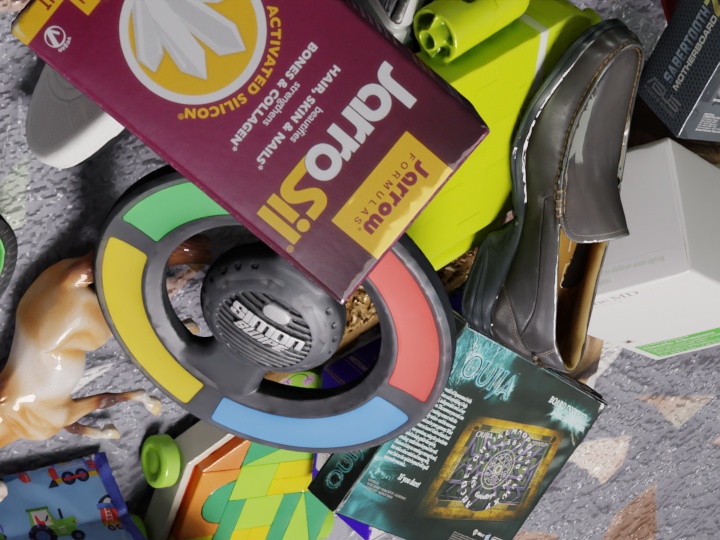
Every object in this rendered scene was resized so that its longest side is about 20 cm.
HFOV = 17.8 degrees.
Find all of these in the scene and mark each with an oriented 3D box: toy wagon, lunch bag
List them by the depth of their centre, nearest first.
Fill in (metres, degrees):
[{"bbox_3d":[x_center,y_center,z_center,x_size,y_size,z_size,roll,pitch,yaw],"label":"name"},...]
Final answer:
[{"bbox_3d":[-0.227,0.217,1.397,0.150,0.094,0.201,-11,144,-33],"label":"lunch bag"},{"bbox_3d":[-0.067,0.123,1.451,0.154,0.040,0.201,-4,132,-35],"label":"toy wagon"}]

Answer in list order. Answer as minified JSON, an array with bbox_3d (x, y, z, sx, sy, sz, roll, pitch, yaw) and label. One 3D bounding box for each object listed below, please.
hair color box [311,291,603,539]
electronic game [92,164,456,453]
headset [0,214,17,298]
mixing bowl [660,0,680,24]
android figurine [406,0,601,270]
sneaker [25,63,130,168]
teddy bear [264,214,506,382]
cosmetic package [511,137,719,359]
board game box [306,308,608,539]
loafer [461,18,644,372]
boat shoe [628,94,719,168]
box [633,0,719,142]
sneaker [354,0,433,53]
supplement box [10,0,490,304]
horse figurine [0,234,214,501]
[{"bbox_3d":[0.065,0.076,1.451,0.199,0.065,0.110,-29,142,-34],"label":"hair color box"},{"bbox_3d":[-0.046,0.021,1.206,0.042,0.198,0.201,-65,162,-45],"label":"electronic game"},{"bbox_3d":[-0.255,-0.011,1.162,0.123,0.094,0.200,-44,157,2],"label":"headset"},{"bbox_3d":[0.241,-0.190,1.311,0.199,0.109,0.201,-22,140,-19],"label":"mixing bowl"},{"bbox_3d":[0.061,-0.078,1.234,0.199,0.041,0.183,-34,145,-32],"label":"android figurine"},{"bbox_3d":[-0.073,-0.117,1.169,0.112,0.073,0.200,25,111,-46],"label":"sneaker"},{"bbox_3d":[0.000,0.000,1.347,0.199,0.067,0.145,-30,169,-4],"label":"teddy bear"},{"bbox_3d":[0.180,-0.009,1.389,0.107,0.086,0.200,-16,164,27],"label":"cosmetic package"},{"bbox_3d":[0.064,0.105,1.392,0.136,0.028,0.200,-55,146,4],"label":"board game box"},{"bbox_3d":[0.120,-0.038,1.247,0.072,0.072,0.201,-18,134,-41],"label":"loafer"},{"bbox_3d":[0.156,-0.076,1.408,0.198,0.072,0.076,-1,143,-25],"label":"boat shoe"},{"bbox_3d":[0.263,-0.141,1.250,0.199,0.051,0.158,1,129,-37],"label":"box"},{"bbox_3d":[0.010,-0.111,1.254,0.115,0.075,0.200,-3,140,-43],"label":"sneaker"},{"bbox_3d":[-0.051,-0.093,1.072,0.200,0.086,0.111,39,96,-10],"label":"supplement box"},{"bbox_3d":[-0.157,0.047,1.294,0.132,0.050,0.201,1,129,-42],"label":"horse figurine"}]
